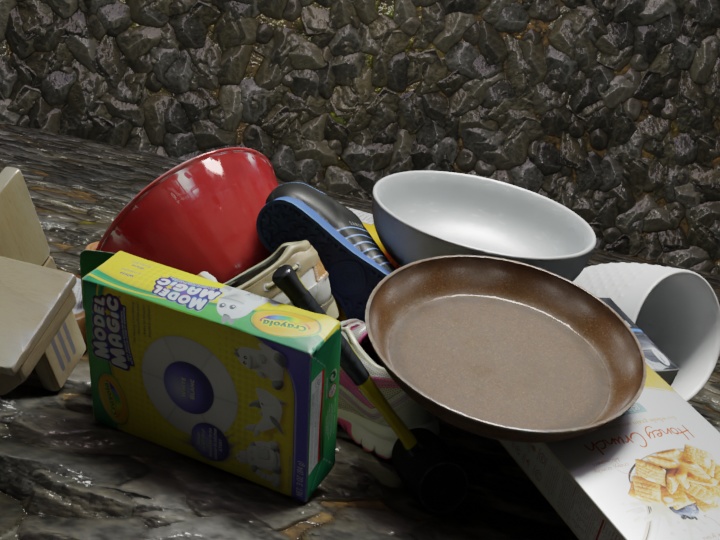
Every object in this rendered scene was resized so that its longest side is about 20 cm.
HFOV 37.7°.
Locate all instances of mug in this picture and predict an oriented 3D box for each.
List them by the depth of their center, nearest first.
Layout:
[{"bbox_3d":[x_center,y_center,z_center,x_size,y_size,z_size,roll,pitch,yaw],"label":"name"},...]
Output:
[{"bbox_3d":[0.274,0.075,1.188,0.198,0.150,0.174,-27,19,-26],"label":"mug"}]

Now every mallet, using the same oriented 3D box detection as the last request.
[{"bbox_3d":[0.003,0.075,0.711,0.201,0.041,0.066,54,-5,-13],"label":"mallet"}]

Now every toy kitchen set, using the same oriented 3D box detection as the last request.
[{"bbox_3d":[-0.240,0.065,0.668,0.160,0.182,0.202,11,48,15],"label":"toy kitchen set"}]

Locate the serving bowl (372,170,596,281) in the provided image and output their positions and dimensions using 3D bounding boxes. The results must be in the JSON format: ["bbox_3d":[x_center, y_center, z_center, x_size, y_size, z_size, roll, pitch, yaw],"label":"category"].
[{"bbox_3d":[0.102,-0.023,0.922,0.196,0.067,0.201,9,23,-4],"label":"serving bowl"}]

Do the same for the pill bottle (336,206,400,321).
[{"bbox_3d":[-0.006,-0.002,1.045,0.197,0.113,0.111,17,10,21],"label":"pill bottle"}]

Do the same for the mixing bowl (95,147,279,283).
[{"bbox_3d":[-0.128,0.003,0.940,0.109,0.201,0.199,49,24,21],"label":"mixing bowl"}]

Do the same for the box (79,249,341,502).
[{"bbox_3d":[-0.110,0.064,0.697,0.197,0.119,0.048,17,32,23],"label":"box"}]

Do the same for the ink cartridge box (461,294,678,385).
[{"bbox_3d":[0.143,0.062,0.821,0.197,0.040,0.100,0,36,-30],"label":"ink cartridge box"}]

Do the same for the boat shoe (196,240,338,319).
[{"bbox_3d":[-0.116,0.035,0.817,0.197,0.070,0.074,-21,13,-21],"label":"boat shoe"}]

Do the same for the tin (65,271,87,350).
[{"bbox_3d":[-0.289,0.031,0.923,0.110,0.043,0.200,6,10,-13],"label":"tin"}]

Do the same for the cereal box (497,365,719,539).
[{"bbox_3d":[0.192,0.138,0.699,0.141,0.040,0.200,-4,32,-28],"label":"cereal box"}]

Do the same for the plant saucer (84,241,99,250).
[{"bbox_3d":[-0.210,0.008,1.176,0.196,0.038,0.200,12,9,-2],"label":"plant saucer"}]

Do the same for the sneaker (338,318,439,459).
[{"bbox_3d":[-0.015,0.078,0.849,0.197,0.090,0.081,17,10,27],"label":"sneaker"}]

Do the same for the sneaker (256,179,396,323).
[{"bbox_3d":[0.000,0.000,0.891,0.200,0.070,0.078,45,25,-8],"label":"sneaker"}]

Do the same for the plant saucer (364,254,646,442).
[{"bbox_3d":[0.098,0.055,0.735,0.196,0.033,0.201,8,32,-5],"label":"plant saucer"}]
